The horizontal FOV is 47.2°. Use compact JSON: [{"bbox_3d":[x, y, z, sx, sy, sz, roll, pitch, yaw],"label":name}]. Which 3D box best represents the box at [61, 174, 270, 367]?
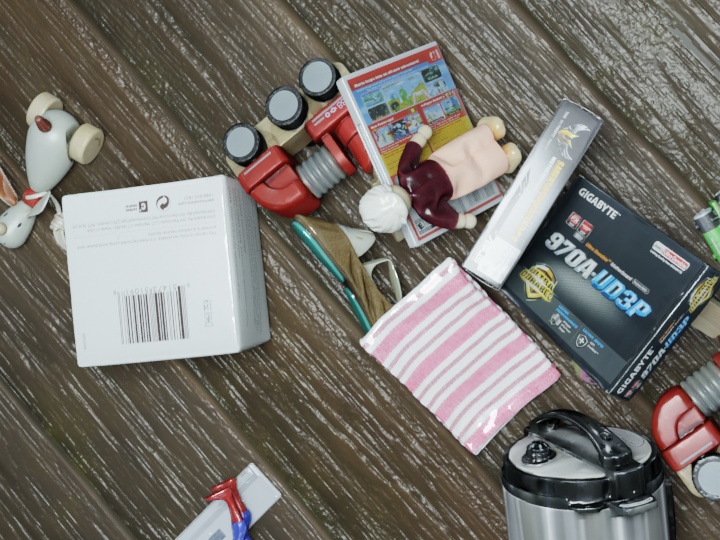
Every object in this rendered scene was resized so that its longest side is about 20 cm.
[{"bbox_3d":[-0.224,0.002,0.972,0.197,0.131,0.202,-6,89,8],"label":"box"}]

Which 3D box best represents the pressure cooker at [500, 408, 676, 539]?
[{"bbox_3d":[0.238,0.250,0.875,0.174,0.178,0.202,-5,98,29],"label":"pressure cooker"}]

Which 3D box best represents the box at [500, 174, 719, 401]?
[{"bbox_3d":[0.258,0.014,0.875,0.160,0.046,0.200,-56,40,15],"label":"box"}]

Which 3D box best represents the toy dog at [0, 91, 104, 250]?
[{"bbox_3d":[-0.401,-0.122,1.014,0.130,0.096,0.202,10,92,8],"label":"toy dog"}]

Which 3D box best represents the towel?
[{"bbox_3d":[0.116,0.101,0.948,0.146,0.030,0.200,-44,103,6],"label":"towel"}]

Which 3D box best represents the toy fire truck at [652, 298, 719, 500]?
[{"bbox_3d":[0.377,0.120,0.884,0.176,0.128,0.201,-40,74,16],"label":"toy fire truck"}]

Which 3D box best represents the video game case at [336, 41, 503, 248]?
[{"bbox_3d":[0.071,-0.144,0.932,0.142,0.017,0.202,-27,96,-29],"label":"video game case"}]

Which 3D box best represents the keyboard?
[{"bbox_3d":[-0.185,0.330,1.034,0.056,0.011,0.200,44,97,0],"label":"keyboard"}]

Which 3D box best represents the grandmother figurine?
[{"bbox_3d":[0.085,-0.095,0.893,0.199,0.061,0.122,-28,77,-26],"label":"grandmother figurine"}]

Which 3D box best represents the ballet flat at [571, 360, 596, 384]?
[{"bbox_3d":[0.281,0.032,0.929,0.068,0.071,0.202,16,93,12],"label":"ballet flat"}]

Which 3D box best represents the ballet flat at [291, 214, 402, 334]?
[{"bbox_3d":[0.000,0.000,0.953,0.072,0.068,0.201,-37,110,-9],"label":"ballet flat"}]

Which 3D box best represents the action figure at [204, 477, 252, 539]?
[{"bbox_3d":[-0.156,0.367,0.998,0.098,0.065,0.202,-25,91,2],"label":"action figure"}]

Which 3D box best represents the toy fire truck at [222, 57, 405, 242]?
[{"bbox_3d":[-0.033,-0.111,0.961,0.176,0.129,0.201,-38,76,7],"label":"toy fire truck"}]

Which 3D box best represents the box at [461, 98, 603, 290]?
[{"bbox_3d":[0.182,-0.076,0.898,0.048,0.158,0.201,32,95,8],"label":"box"}]

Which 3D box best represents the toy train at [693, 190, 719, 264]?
[{"bbox_3d":[0.440,0.005,0.922,0.056,0.042,0.201,-30,86,18],"label":"toy train"}]
